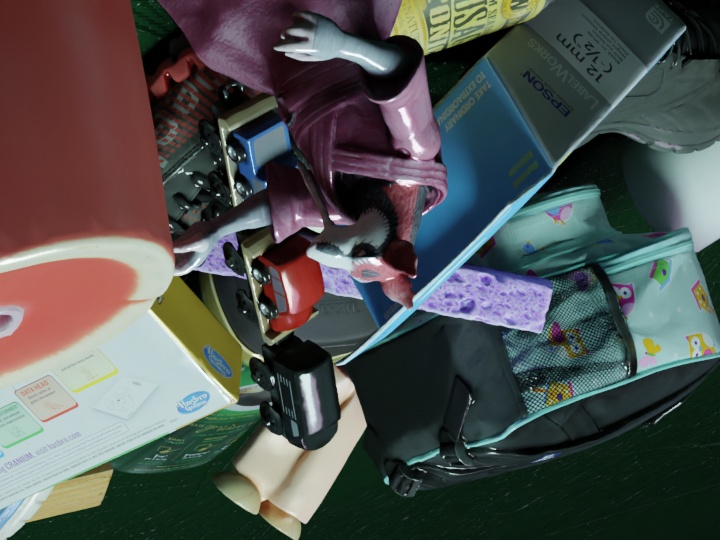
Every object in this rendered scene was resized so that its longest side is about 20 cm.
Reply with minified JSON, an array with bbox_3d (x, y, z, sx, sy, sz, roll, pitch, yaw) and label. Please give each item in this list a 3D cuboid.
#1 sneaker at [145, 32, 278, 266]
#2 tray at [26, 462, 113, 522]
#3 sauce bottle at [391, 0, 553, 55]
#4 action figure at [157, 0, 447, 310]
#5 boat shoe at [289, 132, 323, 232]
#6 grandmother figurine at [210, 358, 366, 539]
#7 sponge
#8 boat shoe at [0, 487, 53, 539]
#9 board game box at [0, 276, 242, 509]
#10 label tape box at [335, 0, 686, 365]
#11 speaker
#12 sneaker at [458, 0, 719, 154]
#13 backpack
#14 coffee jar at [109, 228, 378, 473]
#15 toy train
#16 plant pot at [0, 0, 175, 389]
[{"bbox_3d":[-0.085,-0.048,1.352,0.200,0.098,0.071,-30,160,20],"label":"sneaker"},{"bbox_3d":[-0.249,0.105,1.595,0.200,0.099,0.037,-10,141,-34],"label":"tray"},{"bbox_3d":[0.051,-0.139,1.302,0.200,0.066,0.066,-21,164,-18],"label":"sauce bottle"},{"bbox_3d":[-0.010,-0.073,1.190,0.149,0.200,0.134,-7,158,-43],"label":"action figure"},{"bbox_3d":[0.011,-0.055,1.504,0.068,0.072,0.200,-54,161,11],"label":"boat shoe"},{"bbox_3d":[-0.002,0.068,1.751,0.200,0.061,0.121,-54,139,1],"label":"grandmother figurine"},{"bbox_3d":[0.000,0.000,1.498,0.199,0.030,0.112,11,-178,0],"label":"sponge"},{"bbox_3d":[-0.242,0.146,1.504,0.072,0.072,0.200,22,108,-48],"label":"boat shoe"},{"bbox_3d":[-0.172,0.014,1.315,0.153,0.040,0.200,-24,125,22],"label":"board game box"},{"bbox_3d":[0.055,-0.055,1.361,0.143,0.066,0.200,-46,178,41],"label":"label tape box"},{"bbox_3d":[0.248,-0.090,1.670,0.200,0.081,0.081,-34,159,33],"label":"speaker"},{"bbox_3d":[0.152,-0.109,1.509,0.200,0.076,0.091,-13,156,-33],"label":"sneaker"},{"bbox_3d":[0.106,0.036,1.663,0.200,0.154,0.176,-8,166,-28],"label":"backpack"},{"bbox_3d":[-0.075,0.040,1.648,0.104,0.085,0.200,-4,156,-42],"label":"coffee jar"},{"bbox_3d":[-0.039,0.002,1.324,0.034,0.046,0.200,-30,129,-26],"label":"toy train"},{"bbox_3d":[-0.166,-0.055,1.094,0.200,0.178,0.200,-20,163,-6],"label":"plant pot"}]
